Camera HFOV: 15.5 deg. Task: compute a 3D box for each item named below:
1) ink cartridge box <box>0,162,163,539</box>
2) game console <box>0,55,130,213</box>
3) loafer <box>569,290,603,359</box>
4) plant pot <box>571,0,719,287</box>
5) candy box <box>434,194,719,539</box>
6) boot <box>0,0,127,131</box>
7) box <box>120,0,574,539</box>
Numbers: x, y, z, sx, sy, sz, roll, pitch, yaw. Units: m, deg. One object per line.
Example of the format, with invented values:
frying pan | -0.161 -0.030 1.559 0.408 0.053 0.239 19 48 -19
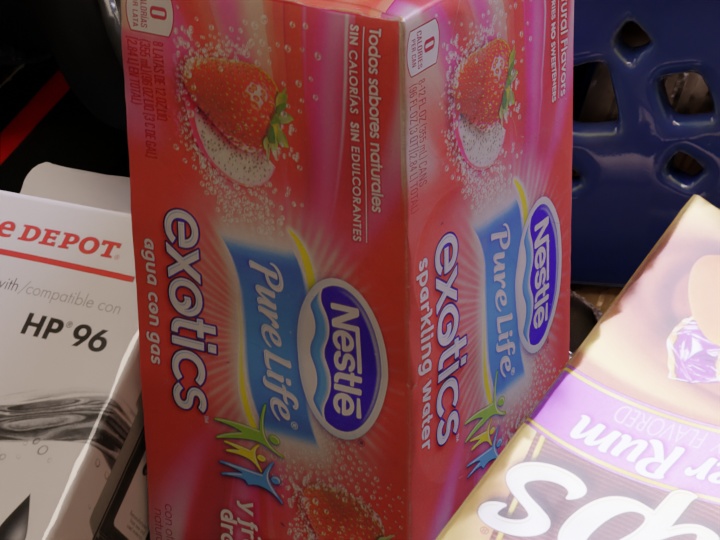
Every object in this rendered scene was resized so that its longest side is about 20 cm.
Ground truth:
ink cartridge box | -0.110 0.042 0.820 0.116 0.068 0.201 10 65 27
game console | -0.117 -0.036 0.956 0.200 0.031 0.177 -48 39 -6
loafer | 0.007 0.001 0.893 0.073 0.072 0.200 -36 42 -28
plant pot | 0.146 -0.118 0.922 0.199 0.180 0.200 4 40 20
candy box | 0.093 0.080 0.747 0.116 0.057 0.200 32 52 10
boot | -0.131 -0.080 0.922 0.158 0.079 0.211 -33 35 8
box | 0.000 0.000 0.778 0.094 0.201 0.103 13 26 29
